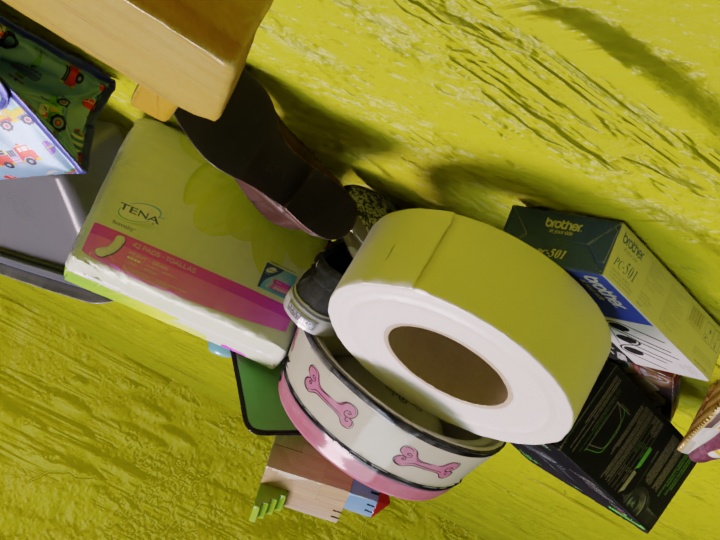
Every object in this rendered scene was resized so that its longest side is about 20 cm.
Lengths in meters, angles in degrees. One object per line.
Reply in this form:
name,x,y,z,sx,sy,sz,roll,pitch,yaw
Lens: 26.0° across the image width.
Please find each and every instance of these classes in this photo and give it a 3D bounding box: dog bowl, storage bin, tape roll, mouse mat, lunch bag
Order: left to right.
lunch bag,-0.320,-0.157,1.231,0.150,0.094,0.200,-3,152,33
storage bin,-0.274,-0.079,1.451,0.200,0.146,0.134,16,138,36
mouse mat,-0.046,0.056,1.385,0.161,0.200,0.008,3,147,-29
dog bowl,0.020,0.109,1.289,0.200,0.074,0.200,31,-162,-11
tape roll,0.078,0.043,1.142,0.202,0.071,0.202,26,156,13

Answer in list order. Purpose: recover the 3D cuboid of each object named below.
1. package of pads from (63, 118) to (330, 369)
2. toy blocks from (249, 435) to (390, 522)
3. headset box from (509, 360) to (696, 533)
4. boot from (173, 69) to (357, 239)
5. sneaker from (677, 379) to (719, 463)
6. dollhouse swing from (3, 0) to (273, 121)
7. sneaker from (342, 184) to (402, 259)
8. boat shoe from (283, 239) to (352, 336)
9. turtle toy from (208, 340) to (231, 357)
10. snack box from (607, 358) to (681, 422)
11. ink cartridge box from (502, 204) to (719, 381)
package of pads,-0.131,-0.027,1.334,0.200,0.155,0.068,24,155,-6
toy blocks,-0.006,0.152,1.397,0.137,0.200,0.100,18,136,-1
headset box,0.195,0.137,1.447,0.174,0.093,0.200,29,170,46
boot,-0.088,-0.095,1.193,0.186,0.064,0.200,48,177,-12
sneaker,0.331,0.138,1.328,0.090,0.075,0.200,28,170,10
dollhouse swing,-0.070,-0.165,0.489,0.182,0.200,0.176,30,168,-26
sneaker,0.072,-0.017,1.241,0.200,0.077,0.089,34,131,-14
boat shoe,0.000,0.000,1.295,0.069,0.057,0.200,37,-156,6
turtle toy,-0.138,0.001,1.512,0.146,0.101,0.200,80,165,-57
snack box,0.255,0.097,1.419,0.072,0.024,0.200,24,169,16
ink cartridge box,0.190,0.019,1.160,0.094,0.044,0.200,13,163,39
